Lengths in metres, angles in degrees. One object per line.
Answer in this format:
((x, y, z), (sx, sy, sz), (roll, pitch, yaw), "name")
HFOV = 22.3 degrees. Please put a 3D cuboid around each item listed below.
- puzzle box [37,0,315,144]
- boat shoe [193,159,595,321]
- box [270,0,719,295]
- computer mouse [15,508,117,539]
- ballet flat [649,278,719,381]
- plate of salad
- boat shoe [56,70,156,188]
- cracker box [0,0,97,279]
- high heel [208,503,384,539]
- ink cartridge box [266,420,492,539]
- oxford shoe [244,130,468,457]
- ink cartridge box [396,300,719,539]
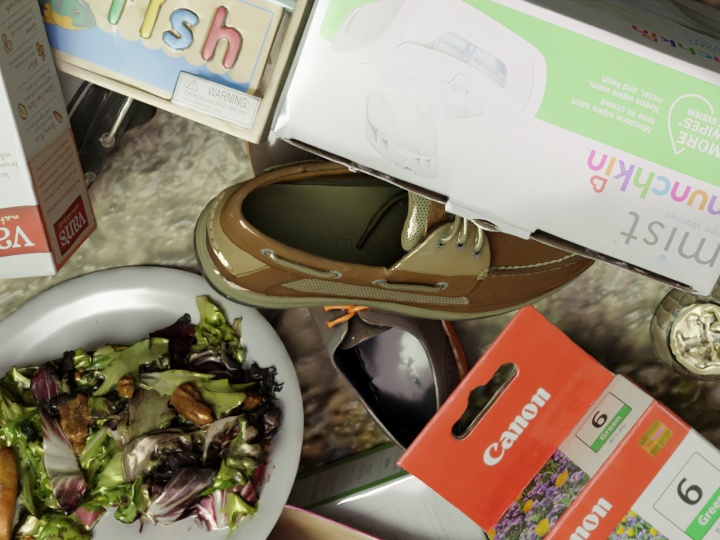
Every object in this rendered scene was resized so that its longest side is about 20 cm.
((-0.113, -0.154, 0.831), (0.199, 0.025, 0.134), (20, 98, 4), "puzzle box")
((0.025, -0.018, 0.851), (0.198, 0.074, 0.076), (-5, 75, -16), "boat shoe")
((0.075, -0.086, 0.820), (0.199, 0.177, 0.097), (21, 109, -1), "box")
((-0.158, 0.118, 0.947), (0.200, 0.053, 0.139), (-36, 59, -8), "computer mouse")
((0.241, 0.013, 0.903), (0.199, 0.046, 0.068), (-14, 107, 9), "ballet flat")
((-0.127, 0.082, 0.901), (0.199, 0.201, 0.048), (-10, 149, 8), "plate of salad")
((-0.131, -0.099, 0.900), (0.063, 0.071, 0.201), (28, 102, -38), "boat shoe")
((-0.209, -0.093, 0.814), (0.133, 0.058, 0.201), (-5, 115, 17), "cracker box")
((0.016, 0.145, 0.878), (0.199, 0.067, 0.096), (-3, 117, 34), "high heel")
((-0.020, 0.165, 0.970), (0.199, 0.059, 0.104), (-21, 104, 12), "ink cartridge box")
((0.000, 0.000, 0.909), (0.071, 0.073, 0.201), (-26, 103, 13), "oxford shoe")
((0.127, 0.117, 0.910), (0.200, 0.050, 0.109), (39, 91, -22), "ink cartridge box")
